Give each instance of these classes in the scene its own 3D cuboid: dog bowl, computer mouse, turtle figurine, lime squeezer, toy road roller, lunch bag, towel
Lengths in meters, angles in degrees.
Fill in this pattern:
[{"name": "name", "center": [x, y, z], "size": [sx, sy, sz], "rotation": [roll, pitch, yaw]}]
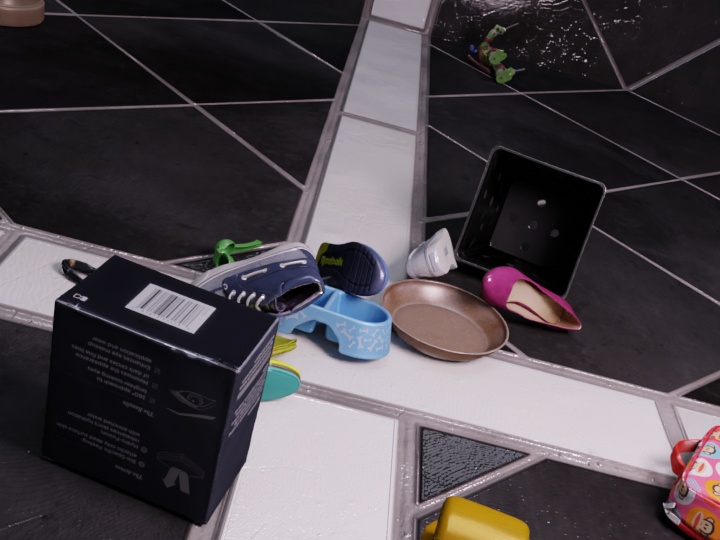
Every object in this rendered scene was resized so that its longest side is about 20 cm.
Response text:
[{"name": "dog bowl", "center": [-0.047, 0.061, 1.318], "size": [0.198, 0.050, 0.112], "rotation": [18, 19, 6]}, {"name": "computer mouse", "center": [-0.318, 0.013, 1.298], "size": [0.197, 0.034, 0.059], "rotation": [16, 28, 1]}, {"name": "turtle figurine", "center": [0.431, -0.651, 2.821], "size": [0.197, 0.145, 0.195], "rotation": [8, 32, -7]}, {"name": "lime squeezer", "center": [-0.191, -0.008, 1.416], "size": [0.071, 0.038, 0.201], "rotation": [42, 19, -20]}, {"name": "toy road roller", "center": [0.087, 0.301, 0.852], "size": [0.121, 0.148, 0.200], "rotation": [18, 27, 6]}, {"name": "lunch bag", "center": [0.468, 0.274, 1.179], "size": [0.175, 0.083, 0.199], "rotation": [30, 31, 26]}, {"name": "towel", "center": [-0.137, 0.084, 1.188], "size": [0.085, 0.018, 0.200], "rotation": [22, 1, 8]}]

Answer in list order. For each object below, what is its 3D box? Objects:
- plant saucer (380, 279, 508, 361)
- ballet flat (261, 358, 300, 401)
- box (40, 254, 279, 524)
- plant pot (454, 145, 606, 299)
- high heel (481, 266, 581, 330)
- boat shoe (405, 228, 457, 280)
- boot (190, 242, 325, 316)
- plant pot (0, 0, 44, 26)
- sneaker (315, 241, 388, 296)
[{"name": "plant saucer", "center": [0.122, 0.079, 1.407], "size": [0.198, 0.037, 0.201], "rotation": [12, 28, -6]}, {"name": "ballet flat", "center": [-0.169, 0.120, 1.138], "size": [0.198, 0.067, 0.067], "rotation": [-2, 41, -26]}, {"name": "box", "center": [-0.208, 0.121, 0.971], "size": [0.195, 0.202, 0.118], "rotation": [20, 28, 8]}, {"name": "plant pot", "center": [0.295, -0.082, 1.630], "size": [0.197, 0.202, 0.177], "rotation": [21, 7, 11]}, {"name": "high heel", "center": [0.267, 0.046, 1.462], "size": [0.096, 0.068, 0.199], "rotation": [29, 9, 41]}, {"name": "boat shoe", "center": [0.116, -0.019, 1.555], "size": [0.068, 0.073, 0.200], "rotation": [-15, 11, 15]}, {"name": "boot", "center": [-0.145, 0.033, 1.236], "size": [0.198, 0.073, 0.091], "rotation": [-27, 35, -1]}, {"name": "plant pot", "center": [-0.819, -0.675, 2.161], "size": [0.198, 0.176, 0.201], "rotation": [13, 26, -7]}, {"name": "sneaker", "center": [0.000, 0.000, 1.400], "size": [0.082, 0.075, 0.200], "rotation": [21, 0, -27]}]
